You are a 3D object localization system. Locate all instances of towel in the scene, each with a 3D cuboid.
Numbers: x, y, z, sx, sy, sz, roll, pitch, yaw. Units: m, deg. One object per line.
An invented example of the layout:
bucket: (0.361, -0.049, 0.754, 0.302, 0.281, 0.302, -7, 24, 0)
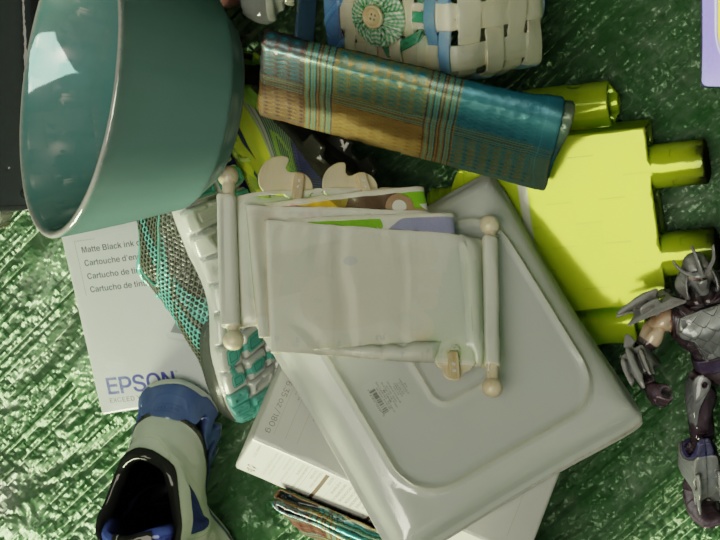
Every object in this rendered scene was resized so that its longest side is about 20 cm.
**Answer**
towel: (0.033, -0.104, 1.623, 0.199, 0.147, 0.022, 15, 75, 0)
towel: (0.038, 0.208, 1.774, 0.199, 0.147, 0.022, 22, 79, 13)

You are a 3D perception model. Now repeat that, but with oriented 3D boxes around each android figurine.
android figurine: (0.143, -0.035, 1.724, 0.199, 0.041, 0.183, -7, 102, 18)

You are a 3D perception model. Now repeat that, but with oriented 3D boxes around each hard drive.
hard drive: (-0.274, -0.142, 1.784, 0.139, 0.033, 0.201, 0, 93, 36)

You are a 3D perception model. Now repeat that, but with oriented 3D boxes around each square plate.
square plate: (0.058, 0.058, 1.653, 0.197, 0.028, 0.201, -28, 79, -18)

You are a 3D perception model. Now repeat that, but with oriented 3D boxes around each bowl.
bowl: (-0.143, -0.116, 1.644, 0.104, 0.201, 0.202, 6, 110, -23)

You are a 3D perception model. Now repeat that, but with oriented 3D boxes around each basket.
basket: (0.026, -0.208, 1.677, 0.200, 0.138, 0.178, 17, 112, 50)

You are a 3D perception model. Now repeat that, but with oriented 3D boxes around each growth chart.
growth chart: (0.000, 0.000, 1.637, 0.199, 0.018, 0.146, 8, 67, -5)

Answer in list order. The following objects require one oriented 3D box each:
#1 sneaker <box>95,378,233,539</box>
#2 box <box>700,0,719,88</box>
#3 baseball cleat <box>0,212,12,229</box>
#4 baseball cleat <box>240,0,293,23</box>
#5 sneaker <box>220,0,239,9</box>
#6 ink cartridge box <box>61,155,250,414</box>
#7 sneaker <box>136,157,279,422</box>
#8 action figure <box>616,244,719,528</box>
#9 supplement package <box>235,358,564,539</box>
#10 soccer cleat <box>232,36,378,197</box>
sneaker: (-0.147, 0.190, 1.824, 0.080, 0.115, 0.200, 6, 122, 18)
box: (0.320, -0.174, 1.626, 0.199, 0.048, 0.118, 2, 105, 17)
baseball cleat: (-0.255, -0.127, 1.821, 0.106, 0.070, 0.201, 37, 109, 14)
baseball cleat: (-0.098, -0.245, 1.682, 0.106, 0.201, 0.070, -5, 147, 1)
sneaker: (-0.172, -0.220, 1.750, 0.199, 0.105, 0.076, 14, 110, 16)
ink cartridge box: (-0.115, -0.005, 1.819, 0.198, 0.041, 0.201, -8, 101, 20)
sneaker: (-0.111, 0.009, 1.771, 0.091, 0.077, 0.201, 1, 109, 42)
action figure: (0.242, 0.073, 1.691, 0.129, 0.069, 0.201, -13, 113, 2)
supplement package: (0.033, 0.110, 1.713, 0.199, 0.120, 0.122, 23, 74, -2)
soccer cleat: (-0.070, -0.091, 1.746, 0.200, 0.065, 0.084, 46, 121, 25)
